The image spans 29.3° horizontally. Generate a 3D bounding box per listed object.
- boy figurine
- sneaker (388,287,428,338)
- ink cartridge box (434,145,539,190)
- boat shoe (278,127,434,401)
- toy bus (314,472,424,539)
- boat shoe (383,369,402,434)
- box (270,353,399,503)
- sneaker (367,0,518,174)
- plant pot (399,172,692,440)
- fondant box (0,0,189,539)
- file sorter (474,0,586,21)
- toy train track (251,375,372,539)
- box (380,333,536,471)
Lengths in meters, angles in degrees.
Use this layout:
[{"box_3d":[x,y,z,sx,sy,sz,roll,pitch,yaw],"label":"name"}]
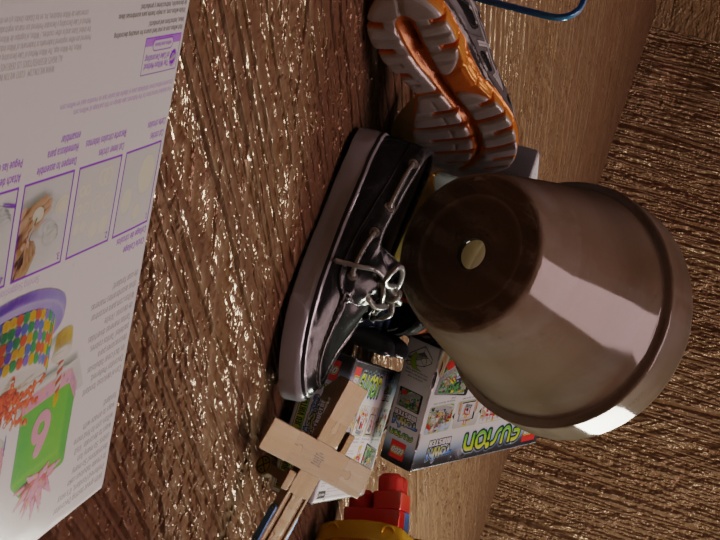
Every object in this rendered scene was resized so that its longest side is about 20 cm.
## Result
[{"box_3d":[0.034,-0.034,1.078,0.201,0.064,0.124,-71,159,-3],"label":"boy figurine"},{"box_3d":[0.042,0.028,1.226,0.090,0.070,0.200,-32,166,-18],"label":"sneaker"},{"box_3d":[0.097,-0.052,1.224,0.200,0.108,0.051,80,30,-64],"label":"ink cartridge box"},{"box_3d":[0.000,0.001,0.961,0.074,0.068,0.201,73,36,-68],"label":"boat shoe"},{"box_3d":[0.007,0.279,1.248,0.200,0.135,0.194,41,53,-74],"label":"toy bus"},{"box_3d":[0.078,0.107,1.269,0.199,0.072,0.076,-34,177,-22],"label":"boat shoe"},{"box_3d":[-0.016,0.123,1.090,0.200,0.034,0.111,36,71,-77],"label":"box"},{"box_3d":[0.068,-0.145,0.982,0.200,0.078,0.078,62,31,-47],"label":"sneaker"},{"box_3d":[0.122,0.012,1.022,0.173,0.199,0.202,25,81,-52],"label":"plant pot"},{"box_3d":[-0.123,0.000,0.446,0.144,0.058,0.202,-38,142,-69],"label":"fondant box"},{"box_3d":[0.127,-0.303,1.006,0.201,0.122,0.139,90,21,-54],"label":"file sorter"},{"box_3d":[-0.060,0.162,0.947,0.115,0.032,0.201,36,80,-46],"label":"toy train track"},{"box_3d":[0.102,0.107,1.207,0.199,0.035,0.111,-1,110,-52],"label":"box"}]
